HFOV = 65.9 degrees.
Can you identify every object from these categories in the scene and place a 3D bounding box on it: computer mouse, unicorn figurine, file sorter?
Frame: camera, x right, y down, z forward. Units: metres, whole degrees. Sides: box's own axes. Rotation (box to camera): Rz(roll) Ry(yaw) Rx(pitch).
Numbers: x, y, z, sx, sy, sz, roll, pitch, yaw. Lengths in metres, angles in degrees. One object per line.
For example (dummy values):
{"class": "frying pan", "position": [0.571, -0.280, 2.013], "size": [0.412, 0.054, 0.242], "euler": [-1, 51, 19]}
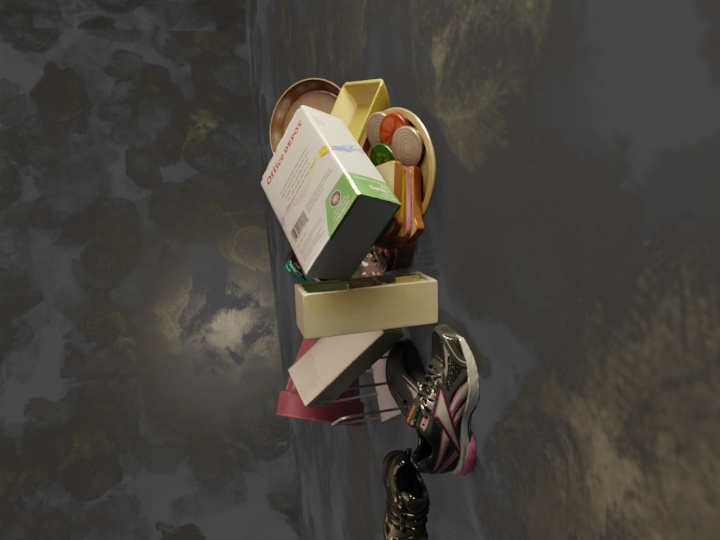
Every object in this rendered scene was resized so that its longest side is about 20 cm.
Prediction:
{"class": "computer mouse", "position": [0.078, 0.186, 0.871], "size": [0.201, 0.052, 0.141], "euler": [-116, 24, -53]}
{"class": "unicorn figurine", "position": [0.000, 0.000, 0.942], "size": [0.138, 0.073, 0.203], "euler": [-127, 33, -49]}
{"class": "file sorter", "position": [-0.005, 0.183, 1.049], "size": [0.139, 0.122, 0.204], "euler": [120, 141, -66]}

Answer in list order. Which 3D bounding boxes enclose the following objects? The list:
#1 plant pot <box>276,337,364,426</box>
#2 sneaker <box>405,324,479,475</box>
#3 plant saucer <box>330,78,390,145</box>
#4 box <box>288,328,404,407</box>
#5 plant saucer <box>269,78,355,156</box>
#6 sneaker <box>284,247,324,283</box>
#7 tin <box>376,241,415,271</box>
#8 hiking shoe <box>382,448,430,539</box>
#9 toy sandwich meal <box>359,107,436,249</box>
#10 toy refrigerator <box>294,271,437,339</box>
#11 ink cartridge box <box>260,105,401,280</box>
{"class": "plant pot", "position": [-0.083, 0.253, 1.274], "size": [0.200, 0.196, 0.183], "euler": [135, 143, -71]}
{"class": "sneaker", "position": [0.101, 0.175, 0.719], "size": [0.080, 0.085, 0.204], "euler": [-168, 74, -72]}
{"class": "plant saucer", "position": [-0.020, -0.225, 0.969], "size": [0.203, 0.048, 0.200], "euler": [-66, 25, 7]}
{"class": "box", "position": [-0.027, 0.138, 0.932], "size": [0.200, 0.068, 0.083], "euler": [-44, 58, 20]}
{"class": "plant saucer", "position": [-0.090, -0.272, 1.099], "size": [0.034, 0.197, 0.205], "euler": [-13, -80, -64]}
{"class": "sneaker", "position": [-0.096, -0.060, 0.964], "size": [0.121, 0.082, 0.203], "euler": [-39, 67, 63]}
{"class": "tin", "position": [0.052, -0.101, 0.902], "size": [0.112, 0.041, 0.204], "euler": [-163, 69, -78]}
{"class": "hiking shoe", "position": [0.076, 0.398, 0.910], "size": [0.101, 0.074, 0.204], "euler": [112, 150, -66]}
{"class": "toy sandwich meal", "position": [0.031, -0.132, 0.805], "size": [0.204, 0.069, 0.210], "euler": [10, 103, 53]}
{"class": "toy refrigerator", "position": [0.008, 0.045, 0.806], "size": [0.076, 0.196, 0.071], "euler": [-146, 53, -71]}
{"class": "ink cartridge box", "position": [-0.050, -0.110, 0.788], "size": [0.146, 0.083, 0.201], "euler": [-54, 49, 30]}
